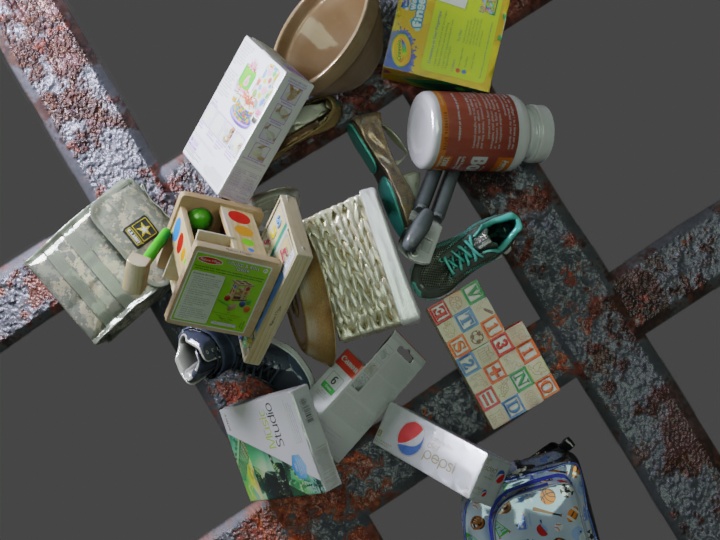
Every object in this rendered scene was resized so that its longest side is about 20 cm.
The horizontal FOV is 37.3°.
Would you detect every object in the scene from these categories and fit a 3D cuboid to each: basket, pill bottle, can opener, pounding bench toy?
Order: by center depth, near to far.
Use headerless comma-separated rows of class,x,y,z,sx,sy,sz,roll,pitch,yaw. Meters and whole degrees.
pounding bench toy,-0.231,-0.022,1.447,0.198,0.157,0.125,12,120,-27
basket,0.000,0.000,1.543,0.122,0.136,0.203,-20,85,1
can opener,0.106,-0.093,1.547,0.052,0.067,0.202,27,53,-7
pill bottle,0.176,-0.201,1.552,0.197,0.112,0.114,-1,85,-18

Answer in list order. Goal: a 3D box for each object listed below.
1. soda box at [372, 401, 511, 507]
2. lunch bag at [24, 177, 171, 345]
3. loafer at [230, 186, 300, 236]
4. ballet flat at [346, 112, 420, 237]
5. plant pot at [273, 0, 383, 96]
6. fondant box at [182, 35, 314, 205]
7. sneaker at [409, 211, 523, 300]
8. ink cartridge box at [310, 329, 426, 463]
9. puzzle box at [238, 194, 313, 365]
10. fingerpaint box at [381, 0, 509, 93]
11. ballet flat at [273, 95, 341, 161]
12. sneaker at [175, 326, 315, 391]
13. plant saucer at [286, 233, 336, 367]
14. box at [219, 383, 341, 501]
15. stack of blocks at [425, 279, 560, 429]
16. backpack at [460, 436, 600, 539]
soda box,0.111,0.256,1.499,0.199,0.063,0.069,22,86,46
lunch bag,-0.353,-0.016,1.554,0.200,0.118,0.164,-41,89,-1
loafer,-0.179,-0.076,1.592,0.197,0.063,0.073,-17,112,15
ballet flat,0.050,-0.148,1.590,0.067,0.068,0.202,-24,87,-16
plant pot,-0.033,-0.330,1.569,0.092,0.200,0.202,33,86,-38
fondant box,-0.165,-0.216,1.533,0.058,0.144,0.202,19,109,-40
sneaker,0.155,-0.030,1.538,0.199,0.091,0.078,-35,86,-23
ink cartridge box,-0.005,0.172,1.541,0.200,0.109,0.050,-48,47,-3
puzzle box,-0.126,0.013,1.474,0.025,0.134,0.201,12,124,-25
fingerpaint box,0.133,-0.373,1.600,0.164,0.073,0.203,13,85,1
ballet flat,-0.121,-0.211,1.596,0.198,0.063,0.069,-30,87,-1
sneaker,-0.172,0.139,1.525,0.202,0.146,0.077,39,123,8
plant saucer,-0.080,0.042,1.505,0.035,0.200,0.203,-13,85,-14
box,-0.117,0.246,1.500,0.036,0.199,0.146,-19,88,-38
stack of blocks,0.193,0.116,1.569,0.114,0.059,0.202,-30,86,-2
backpack,0.237,0.362,1.511,0.188,0.154,0.203,-15,88,10
